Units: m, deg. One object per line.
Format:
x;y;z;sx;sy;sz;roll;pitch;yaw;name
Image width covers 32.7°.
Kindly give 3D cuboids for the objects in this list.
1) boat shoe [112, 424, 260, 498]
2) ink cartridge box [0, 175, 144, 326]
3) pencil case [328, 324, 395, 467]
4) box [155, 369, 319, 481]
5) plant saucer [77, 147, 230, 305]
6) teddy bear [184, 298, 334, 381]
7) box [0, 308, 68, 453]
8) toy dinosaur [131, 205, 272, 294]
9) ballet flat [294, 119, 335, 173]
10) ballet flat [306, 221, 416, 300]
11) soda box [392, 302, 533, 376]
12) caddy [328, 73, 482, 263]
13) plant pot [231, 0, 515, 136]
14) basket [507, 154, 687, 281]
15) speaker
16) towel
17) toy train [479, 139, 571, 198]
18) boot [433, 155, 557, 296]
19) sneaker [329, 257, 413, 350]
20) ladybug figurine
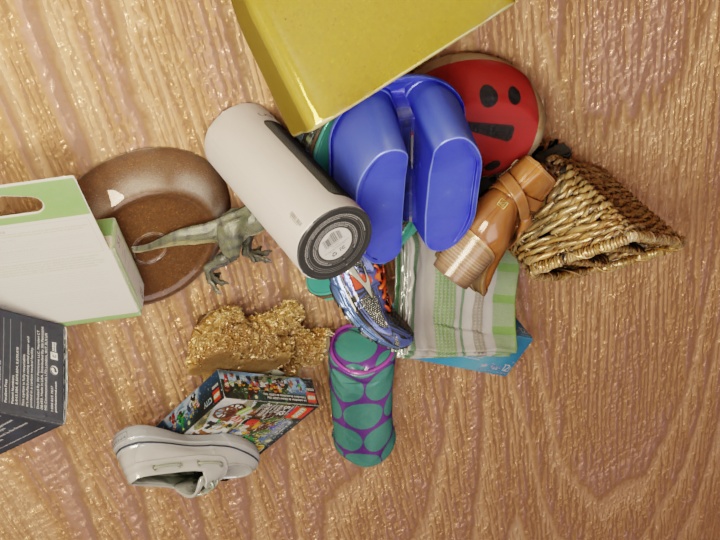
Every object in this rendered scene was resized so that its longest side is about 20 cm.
-0.192;0.224;1.377;0.199;0.067;0.073;14;138;-42;boat shoe
-0.297;-0.024;1.137;0.144;0.048;0.201;-7;138;5;ink cartridge box
0.003;0.154;1.530;0.084;0.093;0.201;6;137;6;pencil case
-0.161;0.185;1.436;0.136;0.038;0.200;10;140;-40;box
-0.217;-0.031;1.238;0.199;0.037;0.201;-19;136;-19;plant saucer
-0.119;0.084;1.401;0.199;0.067;0.145;1;146;-36;teddy bear
-0.396;0.099;1.143;0.147;0.105;0.199;-25;149;35;box
-0.129;-0.029;1.243;0.199;0.048;0.089;-19;137;-12;toy dinosaur
-0.030;-0.175;1.207;0.074;0.074;0.201;-1;129;-34;ballet flat
0.024;-0.037;1.381;0.200;0.067;0.070;-47;156;16;ballet flat
0.123;0.078;1.557;0.199;0.064;0.068;13;120;-42;soda box
0.041;-0.102;1.218;0.140;0.105;0.201;-11;140;-11;caddy
-0.020;-0.249;1.029;0.193;0.195;0.201;-32;97;-4;plant pot
0.266;-0.032;1.449;0.143;0.149;0.200;-52;156;19;basket
-0.073;-0.079;1.165;0.081;0.200;0.082;-20;134;-23;speaker
0.120;0.031;1.472;0.199;0.031;0.151;4;89;-40;towel
0.167;-0.103;1.407;0.199;0.034;0.046;-25;158;-36;toy train
0.154;-0.052;1.340;0.155;0.074;0.200;-51;176;6;boot
0.000;0.000;1.316;0.078;0.075;0.201;-34;103;9;sneaker
0.121;-0.159;1.306;0.199;0.072;0.137;0;114;-33;ladybug figurine
